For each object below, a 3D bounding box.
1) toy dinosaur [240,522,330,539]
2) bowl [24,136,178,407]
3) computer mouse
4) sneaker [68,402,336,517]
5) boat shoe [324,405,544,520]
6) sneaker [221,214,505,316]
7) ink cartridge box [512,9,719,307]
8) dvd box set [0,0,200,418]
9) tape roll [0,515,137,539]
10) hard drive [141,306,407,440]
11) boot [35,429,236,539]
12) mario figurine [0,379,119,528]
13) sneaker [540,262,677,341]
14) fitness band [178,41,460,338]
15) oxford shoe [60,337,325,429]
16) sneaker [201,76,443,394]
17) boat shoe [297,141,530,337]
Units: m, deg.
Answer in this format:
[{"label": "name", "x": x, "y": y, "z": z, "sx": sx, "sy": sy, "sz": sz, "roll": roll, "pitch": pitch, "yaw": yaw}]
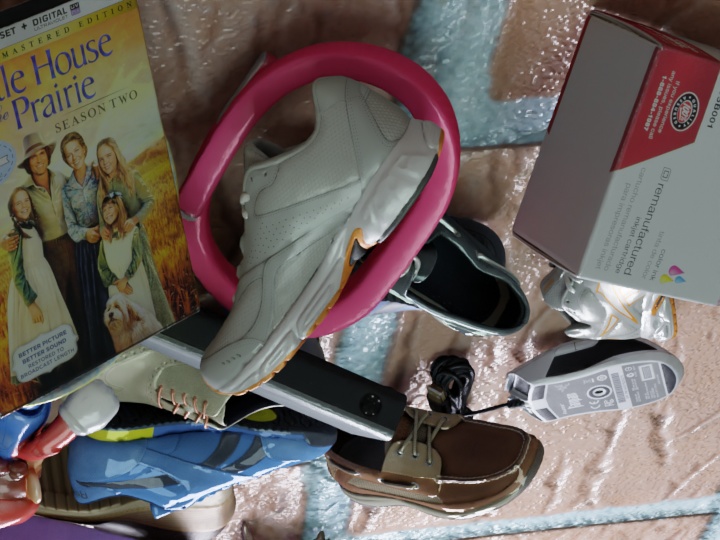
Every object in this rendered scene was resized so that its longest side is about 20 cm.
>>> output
[{"label": "toy dinosaur", "x": -0.070, "y": 0.299, "z": 1.577, "sx": 0.135, "sy": 0.087, "sz": 0.200, "roll": -22, "pitch": 140, "yaw": 27}, {"label": "bowl", "x": -0.212, "y": -0.033, "z": 1.001, "sx": 0.107, "sy": 0.202, "sz": 0.199, "roll": 18, "pitch": 172, "yaw": 44}, {"label": "computer mouse", "x": 0.149, "y": 0.084, "z": 1.367, "sx": 0.198, "sy": 0.044, "sz": 0.110, "roll": -11, "pitch": 142, "yaw": 9}, {"label": "sneaker", "x": -0.116, "y": 0.136, "z": 1.298, "sx": 0.198, "sy": 0.066, "sz": 0.079, "roll": 0, "pitch": 109, "yaw": -20}, {"label": "boat shoe", "x": 0.047, "y": 0.141, "z": 1.346, "sx": 0.199, "sy": 0.076, "sz": 0.072, "roll": -9, "pitch": 136, "yaw": 39}, {"label": "sneaker", "x": 0.000, "y": 0.000, "z": 1.192, "sx": 0.198, "sy": 0.067, "sz": 0.078, "roll": -11, "pitch": -172, "yaw": -23}, {"label": "ink cartridge box", "x": 0.213, "y": -0.059, "z": 1.085, "sx": 0.198, "sy": 0.083, "sz": 0.147, "roll": 11, "pitch": 105, "yaw": -30}, {"label": "dvd box set", "x": -0.165, "y": -0.041, "z": 0.947, "sx": 0.146, "sy": 0.029, "sz": 0.202, "roll": -28, "pitch": 121, "yaw": -36}, {"label": "tape roll", "x": -0.226, "y": 0.241, "z": 1.377, "sx": 0.198, "sy": 0.066, "sz": 0.200, "roll": 11, "pitch": 164, "yaw": 3}, {"label": "hard drive", "x": -0.078, "y": 0.055, "z": 1.140, "sx": 0.198, "sy": 0.033, "sz": 0.140, "roll": 24, "pitch": 173, "yaw": -9}, {"label": "boot", "x": -0.200, "y": 0.191, "z": 1.384, "sx": 0.198, "sy": 0.073, "sz": 0.167, "roll": 5, "pitch": 149, "yaw": -12}, {"label": "mario figurine", "x": -0.238, "y": 0.088, "z": 1.209, "sx": 0.105, "sy": 0.124, "sz": 0.201, "roll": -13, "pitch": 139, "yaw": -33}, {"label": "sneaker", "x": 0.167, "y": -0.004, "z": 1.218, "sx": 0.091, "sy": 0.076, "sz": 0.201, "roll": -11, "pitch": 145, "yaw": 6}, {"label": "fitness band", "x": -0.027, "y": -0.047, "z": 1.050, "sx": 0.143, "sy": 0.038, "sz": 0.201, "roll": 31, "pitch": 119, "yaw": -9}, {"label": "oxford shoe", "x": -0.120, "y": 0.073, "z": 1.233, "sx": 0.198, "sy": 0.074, "sz": 0.071, "roll": -10, "pitch": 149, "yaw": -2}, {"label": "sneaker", "x": -0.042, "y": -0.023, "z": 1.001, "sx": 0.092, "sy": 0.076, "sz": 0.201, "roll": 36, "pitch": 105, "yaw": -4}, {"label": "boat shoe", "x": 0.033, "y": -0.018, "z": 1.120, "sx": 0.199, "sy": 0.062, "sz": 0.073, "roll": 37, "pitch": 83, "yaw": -33}]
